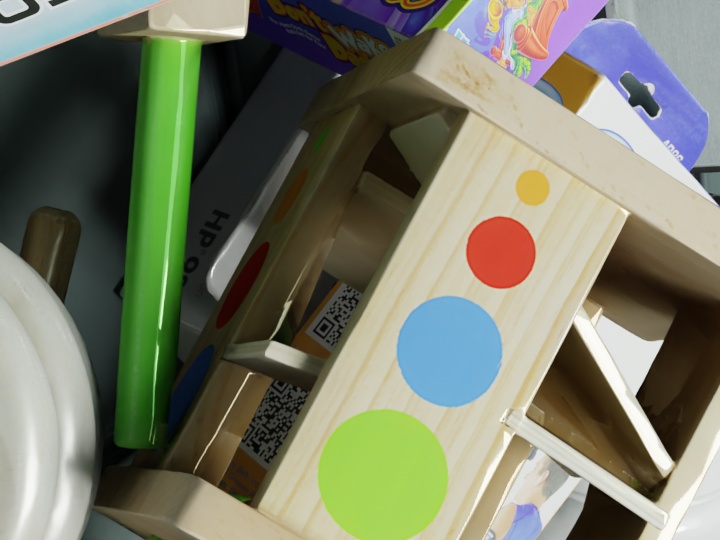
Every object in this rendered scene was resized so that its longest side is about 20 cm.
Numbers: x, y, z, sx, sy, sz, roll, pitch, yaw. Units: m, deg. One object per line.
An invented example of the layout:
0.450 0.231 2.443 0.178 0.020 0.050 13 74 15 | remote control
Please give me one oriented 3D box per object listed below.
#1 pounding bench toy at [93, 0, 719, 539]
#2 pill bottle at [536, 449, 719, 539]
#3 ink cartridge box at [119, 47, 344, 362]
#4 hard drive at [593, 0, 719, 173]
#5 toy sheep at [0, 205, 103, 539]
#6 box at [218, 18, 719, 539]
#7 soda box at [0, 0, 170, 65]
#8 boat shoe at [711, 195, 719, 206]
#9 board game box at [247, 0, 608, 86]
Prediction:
-0.013 0.023 0.706 0.199 0.124 0.157 32 80 -12 | pounding bench toy
0.106 0.138 1.042 0.113 0.113 0.201 -26 125 -43 | pill bottle
0.000 0.000 0.883 0.116 0.066 0.200 -57 142 -15 | ink cartridge box
0.114 -0.135 0.941 0.139 0.033 0.201 -5 89 -49 | hard drive
-0.126 0.041 0.695 0.200 0.137 0.139 8 100 -76 | toy sheep
0.045 0.020 0.842 0.200 0.041 0.119 -51 139 -1 | box
-0.103 -0.086 0.610 0.064 0.199 0.069 48 30 -50 | soda box
0.134 0.013 0.947 0.060 0.202 0.073 -10 111 -16 | boat shoe
0.045 -0.144 0.799 0.200 0.134 0.045 -49 139 -15 | board game box
